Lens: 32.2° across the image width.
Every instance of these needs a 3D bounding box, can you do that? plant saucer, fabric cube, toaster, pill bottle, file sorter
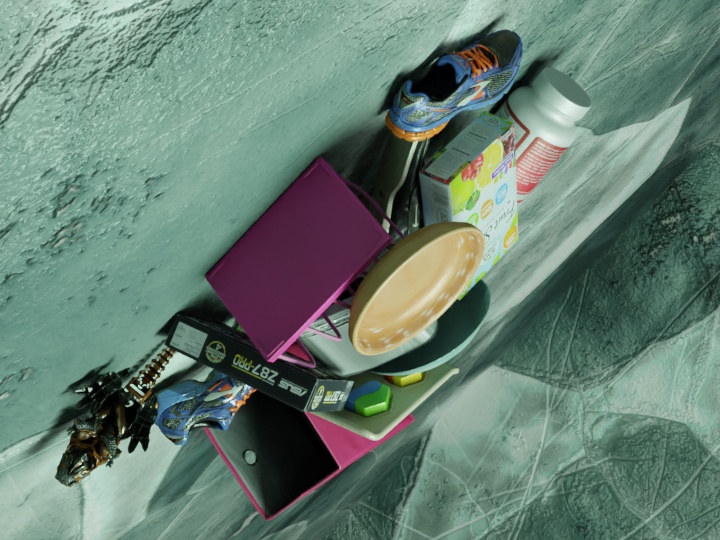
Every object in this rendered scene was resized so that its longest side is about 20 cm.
[{"bbox_3d":[0.060,0.015,1.453,0.200,0.037,0.200,-34,154,-19],"label":"plant saucer"},{"bbox_3d":[-0.082,0.222,1.888,0.200,0.196,0.199,-40,171,37],"label":"fabric cube"},{"bbox_3d":[0.088,0.082,1.661,0.201,0.039,0.201,-23,-153,13],"label":"plant saucer"},{"bbox_3d":[-0.008,0.052,1.598,0.200,0.114,0.129,-23,138,20],"label":"toaster"},{"bbox_3d":[0.233,-0.187,1.778,0.200,0.112,0.112,-51,163,30],"label":"pill bottle"},{"bbox_3d":[-0.049,-0.002,1.474,0.200,0.139,0.125,-45,152,11],"label":"file sorter"}]

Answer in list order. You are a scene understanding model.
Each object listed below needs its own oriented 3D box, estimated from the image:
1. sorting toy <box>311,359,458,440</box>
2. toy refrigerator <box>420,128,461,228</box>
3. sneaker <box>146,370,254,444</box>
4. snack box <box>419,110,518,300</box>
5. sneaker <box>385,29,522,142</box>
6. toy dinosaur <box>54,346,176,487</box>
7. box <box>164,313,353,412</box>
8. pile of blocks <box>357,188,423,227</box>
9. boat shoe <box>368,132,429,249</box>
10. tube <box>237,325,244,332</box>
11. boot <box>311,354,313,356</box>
[{"bbox_3d":[0.005,0.143,1.677,0.200,0.185,0.037,-32,130,-42],"label":"sorting toy"},{"bbox_3d":[0.120,-0.083,1.691,0.076,0.070,0.200,28,90,-31],"label":"toy refrigerator"},{"bbox_3d":[-0.187,0.176,1.690,0.200,0.079,0.075,-24,163,-16],"label":"sneaker"},{"bbox_3d":[0.142,-0.081,1.594,0.142,0.053,0.200,-42,143,-31],"label":"snack box"},{"bbox_3d":[0.118,-0.225,1.462,0.200,0.075,0.078,-38,161,-22],"label":"sneaker"},{"bbox_3d":[-0.298,0.170,1.505,0.136,0.102,0.200,138,-30,-71],"label":"toy dinosaur"},{"bbox_3d":[-0.123,0.116,1.548,0.049,0.200,0.161,-68,165,2],"label":"box"},{"bbox_3d":[-0.009,-0.061,1.648,0.200,0.082,0.062,-31,-154,-8],"label":"pile of blocks"},{"bbox_3d":[0.059,-0.110,1.563,0.067,0.072,0.200,-1,131,-18],"label":"boat shoe"},{"bbox_3d":[-0.139,0.079,1.697,0.058,0.052,0.200,14,147,-16],"label":"tube"},{"bbox_3d":[0.007,0.100,1.836,0.200,0.151,0.073,-30,171,-38],"label":"boot"}]
